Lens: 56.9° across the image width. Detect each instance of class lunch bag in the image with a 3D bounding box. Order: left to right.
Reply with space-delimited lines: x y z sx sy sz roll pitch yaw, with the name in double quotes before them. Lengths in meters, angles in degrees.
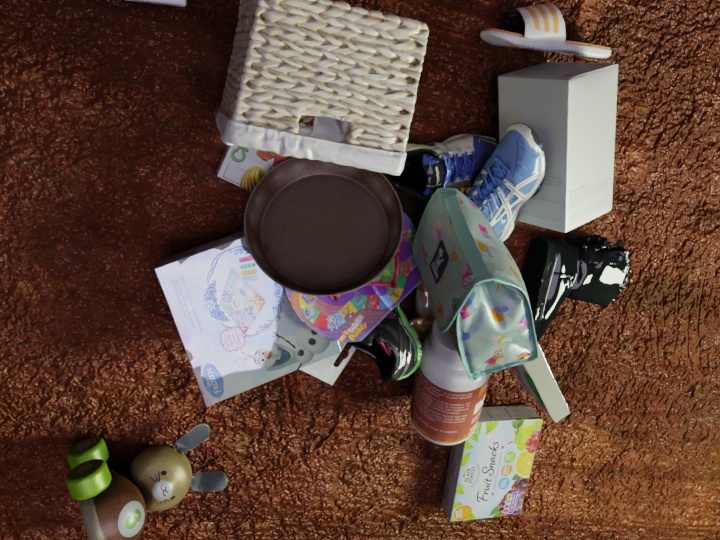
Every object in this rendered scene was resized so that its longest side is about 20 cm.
"lunch bag" 0.143 0.013 0.845 0.120 0.172 0.201 -21 137 8

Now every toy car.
"toy car" -0.296 0.309 0.955 0.198 0.157 0.167 -20 105 -20

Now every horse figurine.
"horse figurine" 0.084 0.051 1.005 0.130 0.050 0.203 4 108 -11

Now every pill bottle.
"pill bottle" 0.137 0.160 0.998 0.110 0.113 0.202 -7 133 -13

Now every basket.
"basket" -0.051 -0.211 0.741 0.195 0.200 0.163 8 106 -18

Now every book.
"book" 0.229 0.118 0.988 0.048 0.200 0.134 -32 116 -1

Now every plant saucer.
"plant saucer" -0.045 -0.056 0.829 0.197 0.203 0.035 -15 157 -9

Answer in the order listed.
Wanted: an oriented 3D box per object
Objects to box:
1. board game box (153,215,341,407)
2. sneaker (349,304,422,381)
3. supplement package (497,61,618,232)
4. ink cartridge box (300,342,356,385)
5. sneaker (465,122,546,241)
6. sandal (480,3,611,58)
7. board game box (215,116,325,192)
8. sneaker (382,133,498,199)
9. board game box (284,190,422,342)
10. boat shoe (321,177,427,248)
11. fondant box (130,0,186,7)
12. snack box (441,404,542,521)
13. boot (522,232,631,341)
"board game box" -0.145 0.051 0.882 0.197 0.043 0.203 -20 109 -14
"sneaker" 0.015 0.065 0.935 0.083 0.077 0.201 -32 89 -41
"supplement package" 0.270 -0.173 0.912 0.116 0.116 0.203 -22 118 -32
"ink cartridge box" -0.097 0.075 0.962 0.199 0.050 0.110 31 98 -25
"sneaker" 0.186 -0.104 0.895 0.076 0.076 0.202 -22 142 -32
"sandal" 0.252 -0.325 0.892 0.204 0.079 0.060 -2 111 -24
"board game box" -0.091 -0.189 0.866 0.125 0.035 0.202 22 103 -22
"sneaker" 0.105 -0.135 0.899 0.196 0.115 0.082 -4 114 -15
"board game box" 0.000 0.000 0.869 0.200 0.039 0.158 -43 108 -8
"boat shoe" 0.027 -0.072 0.933 0.197 0.065 0.073 16 72 -22
"fondant box" -0.260 -0.402 0.722 0.142 0.058 0.203 0 110 -16
"snack box" 0.225 0.335 1.156 0.140 0.053 0.203 0 111 -14
"boot" 0.333 0.035 1.060 0.160 0.073 0.201 5 109 -20
